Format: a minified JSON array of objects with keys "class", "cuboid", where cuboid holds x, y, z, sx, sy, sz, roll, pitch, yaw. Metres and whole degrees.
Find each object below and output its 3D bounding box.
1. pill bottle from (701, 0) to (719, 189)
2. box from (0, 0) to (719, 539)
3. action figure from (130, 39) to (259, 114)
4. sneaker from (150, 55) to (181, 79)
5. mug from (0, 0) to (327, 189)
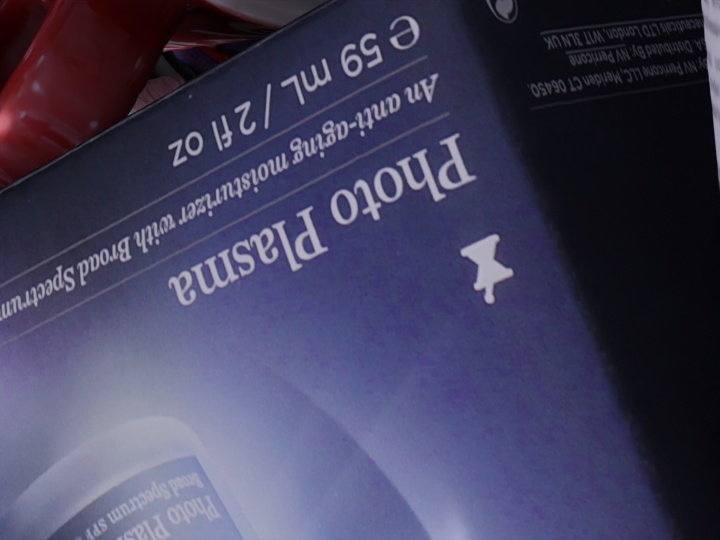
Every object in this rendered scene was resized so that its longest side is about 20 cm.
[{"class":"pill bottle","cuboid":[0.115,-0.026,0.457,0.113,0.113,0.201,16,117,58]},{"class":"box","cuboid":[0.010,0.057,0.595,0.200,0.123,0.199,-27,83,35]},{"class":"action figure","cuboid":[0.000,0.000,0.823,0.193,0.105,0.200,29,-174,-28]},{"class":"sneaker","cuboid":[-0.131,-0.107,1.040,0.200,0.070,0.082,45,144,5]},{"class":"mug","cuboid":[-0.054,-0.107,0.692,0.134,0.177,0.200,63,164,-9]}]
